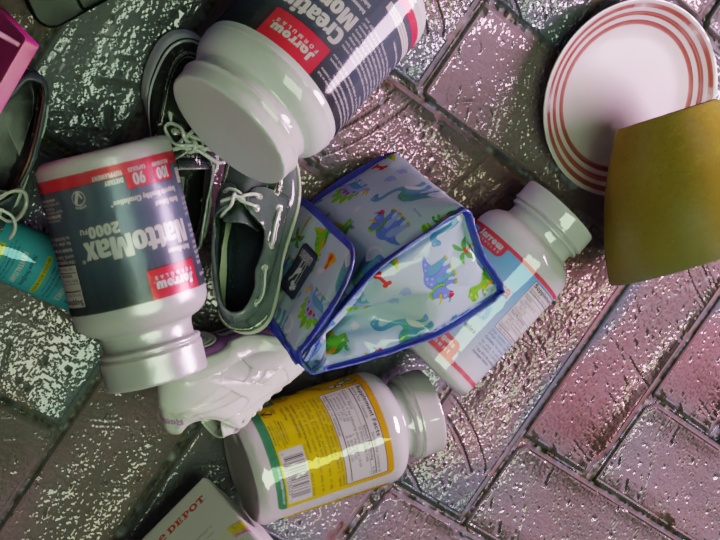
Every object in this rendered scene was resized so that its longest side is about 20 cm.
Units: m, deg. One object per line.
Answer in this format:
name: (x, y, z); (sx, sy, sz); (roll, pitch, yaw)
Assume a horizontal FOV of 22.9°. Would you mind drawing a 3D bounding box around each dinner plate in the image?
dinner plate: (0.265, -0.172, 1.761); (0.198, 0.024, 0.202); (-8, 112, -20)

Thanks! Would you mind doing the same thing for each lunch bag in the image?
lunch bag: (0.000, 0.000, 1.623); (0.199, 0.170, 0.128); (-33, 120, -7)

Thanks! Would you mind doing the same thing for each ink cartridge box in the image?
ink cartridge box: (-0.125, 0.307, 1.680); (0.128, 0.200, 0.125); (-43, 138, -3)

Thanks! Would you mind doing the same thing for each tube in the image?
tube: (-0.262, 0.003, 1.568); (0.199, 0.051, 0.078); (23, 119, -25)

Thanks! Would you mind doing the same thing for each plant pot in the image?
plant pot: (0.315, -0.083, 1.714); (0.199, 0.200, 0.143); (-18, 91, -17)

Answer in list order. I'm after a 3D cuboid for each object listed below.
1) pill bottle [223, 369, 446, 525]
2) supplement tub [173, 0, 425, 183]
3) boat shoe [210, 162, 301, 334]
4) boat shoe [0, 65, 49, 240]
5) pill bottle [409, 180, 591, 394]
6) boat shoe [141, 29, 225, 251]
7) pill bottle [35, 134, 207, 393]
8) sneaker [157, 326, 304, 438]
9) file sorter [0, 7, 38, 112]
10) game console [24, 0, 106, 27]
pill bottle: (-0.023, 0.163, 1.708); (0.198, 0.113, 0.114); (-16, 115, -17)
supplement tub: (-0.051, -0.188, 1.520); (0.200, 0.140, 0.141); (-50, 122, -21)
boat shoe: (-0.097, -0.046, 1.583); (0.072, 0.062, 0.202); (4, 82, 11)
boat shoe: (-0.309, -0.074, 1.472); (0.075, 0.062, 0.201); (27, 90, -30)
pill bottle: (0.127, 0.014, 1.721); (0.200, 0.109, 0.109); (-48, 120, -2)
boat shoe: (-0.157, -0.109, 1.570); (0.073, 0.068, 0.201); (2, 108, -25)
pill bottle: (-0.195, -0.005, 1.508); (0.119, 0.119, 0.202); (-16, 96, -18)
sneaker: (-0.109, 0.097, 1.651); (0.199, 0.075, 0.101); (-11, 112, -38)
file sorter: (-0.373, -0.138, 1.423); (0.125, 0.139, 0.201); (28, 96, -28)
game console: (-0.201, -0.305, 1.448); (0.199, 0.116, 0.177); (-30, 118, -11)
